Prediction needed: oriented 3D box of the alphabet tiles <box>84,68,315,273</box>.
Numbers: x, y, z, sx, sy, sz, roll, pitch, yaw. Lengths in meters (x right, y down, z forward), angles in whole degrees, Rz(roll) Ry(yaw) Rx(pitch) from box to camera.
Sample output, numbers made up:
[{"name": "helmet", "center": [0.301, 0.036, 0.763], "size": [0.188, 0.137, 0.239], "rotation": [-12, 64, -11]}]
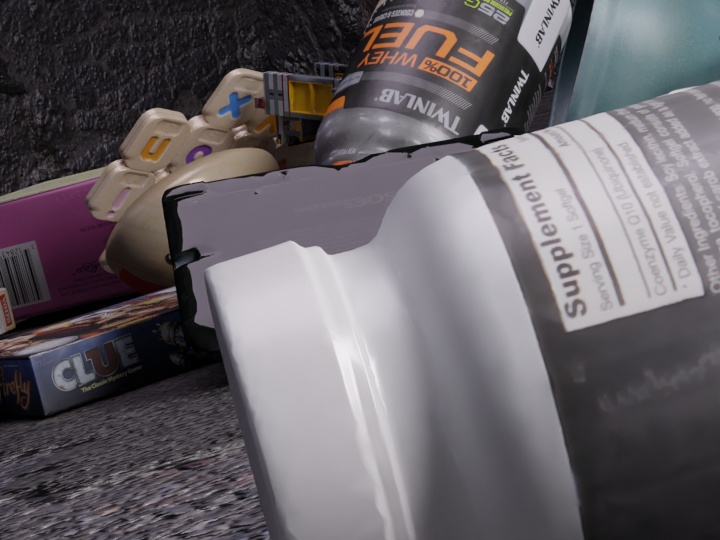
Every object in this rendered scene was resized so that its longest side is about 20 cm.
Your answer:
[{"name": "alphabet tiles", "center": [-0.099, -0.066, 1.520], "size": [0.199, 0.015, 0.196], "rotation": [7, -50, -43]}]

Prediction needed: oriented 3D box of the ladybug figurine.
[{"name": "ladybug figurine", "center": [-0.104, -0.023, 1.439], "size": [0.135, 0.072, 0.200], "rotation": [-35, -7, 5]}]

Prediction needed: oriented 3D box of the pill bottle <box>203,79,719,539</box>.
[{"name": "pill bottle", "center": [0.070, 0.019, 0.488], "size": [0.198, 0.118, 0.116], "rotation": [-16, 6, -5]}]

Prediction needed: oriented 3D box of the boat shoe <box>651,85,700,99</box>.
[{"name": "boat shoe", "center": [0.176, -0.069, 1.358], "size": [0.199, 0.073, 0.069], "rotation": [-24, 7, 9]}]

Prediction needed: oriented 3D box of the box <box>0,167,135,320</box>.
[{"name": "box", "center": [-0.216, -0.032, 1.739], "size": [0.174, 0.098, 0.200], "rotation": [-13, 7, 18]}]

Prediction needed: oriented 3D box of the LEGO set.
[{"name": "LEGO set", "center": [0.012, -0.086, 1.459], "size": [0.115, 0.155, 0.199], "rotation": [11, 27, 43]}]

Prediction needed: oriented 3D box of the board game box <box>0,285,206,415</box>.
[{"name": "board game box", "center": [-0.126, 0.038, 1.208], "size": [0.199, 0.035, 0.135], "rotation": [-18, 6, -32]}]

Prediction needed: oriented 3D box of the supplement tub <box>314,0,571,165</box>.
[{"name": "supplement tub", "center": [0.047, -0.105, 1.313], "size": [0.122, 0.122, 0.201], "rotation": [-8, 50, 47]}]

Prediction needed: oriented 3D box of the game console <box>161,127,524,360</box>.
[{"name": "game console", "center": [0.000, 0.000, 1.127], "size": [0.198, 0.117, 0.177], "rotation": [-11, 45, -4]}]

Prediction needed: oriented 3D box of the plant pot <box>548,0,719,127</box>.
[{"name": "plant pot", "center": [0.232, -0.167, 1.642], "size": [0.133, 0.202, 0.200], "rotation": [13, 7, 1]}]

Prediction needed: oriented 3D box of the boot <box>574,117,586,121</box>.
[{"name": "boot", "center": [0.200, -0.076, 1.246], "size": [0.202, 0.074, 0.154], "rotation": [-20, 12, -18]}]

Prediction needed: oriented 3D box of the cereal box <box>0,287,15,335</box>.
[{"name": "cereal box", "center": [-0.362, 0.060, 1.571], "size": [0.143, 0.040, 0.200], "rotation": [-13, 6, 16]}]
